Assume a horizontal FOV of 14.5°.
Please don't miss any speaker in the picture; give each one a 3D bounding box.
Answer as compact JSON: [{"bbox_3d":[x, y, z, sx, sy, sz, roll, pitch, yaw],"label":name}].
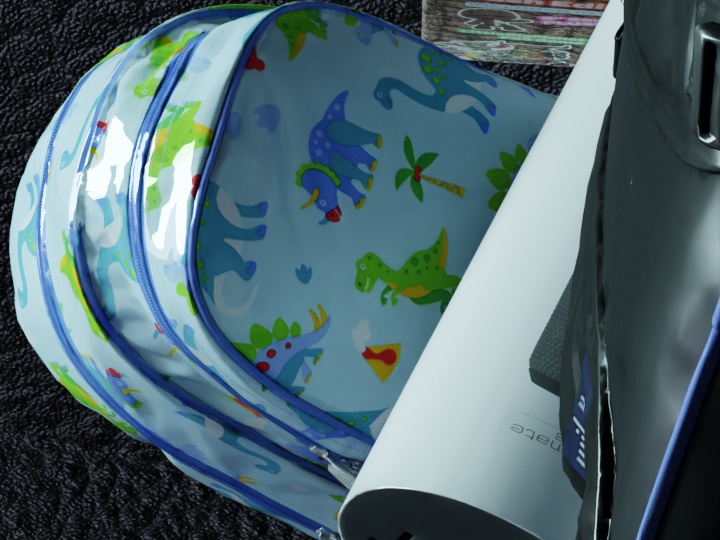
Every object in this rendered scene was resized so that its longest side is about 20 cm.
[{"bbox_3d":[0.070,0.003,0.736,0.200,0.081,0.081,-60,-10,-28],"label":"speaker"}]

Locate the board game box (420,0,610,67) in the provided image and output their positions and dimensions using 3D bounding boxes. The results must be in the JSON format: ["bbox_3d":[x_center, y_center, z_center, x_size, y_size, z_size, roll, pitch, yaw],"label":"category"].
[{"bbox_3d":[0.073,-0.162,0.948,0.200,0.096,0.160,77,-163,-85],"label":"board game box"}]

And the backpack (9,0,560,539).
[{"bbox_3d":[0.000,0.000,0.815,0.154,0.199,0.164,151,142,-76],"label":"backpack"}]

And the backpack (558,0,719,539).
[{"bbox_3d":[0.117,-0.013,0.562,0.200,0.146,0.184,-84,5,-60],"label":"backpack"}]
